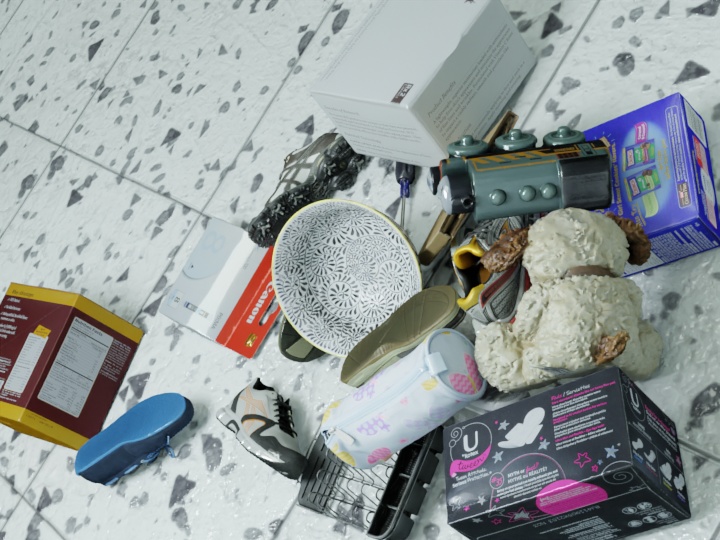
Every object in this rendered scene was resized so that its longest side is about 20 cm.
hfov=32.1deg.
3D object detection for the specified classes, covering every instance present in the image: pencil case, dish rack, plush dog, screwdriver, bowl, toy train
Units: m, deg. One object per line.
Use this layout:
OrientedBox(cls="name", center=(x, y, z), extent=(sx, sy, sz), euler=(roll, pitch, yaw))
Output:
OrientedBox(cls="pencil case", center=(0.044, 0.137, 1.323), extent=(0.200, 0.091, 0.083), euler=(-38, 48, 40))
OrientedBox(cls="dish rack", center=(0.001, 0.224, 1.444), extent=(0.200, 0.055, 0.154), euler=(9, 68, 45))
OrientedBox(cls="plush dog", center=(0.214, 0.020, 1.243), extent=(0.200, 0.160, 0.172), euler=(-4, 73, -9))
OrientedBox(cls="screwdriver", center=(0.058, -0.080, 1.629), extent=(0.028, 0.029, 0.200), euler=(-17, 59, 33))
OrientedBox(cls="bowl", center=(0.000, 0.000, 1.543), extent=(0.200, 0.094, 0.201), euler=(8, 109, 24))
OrientedBox(cls="toy train", center=(0.171, -0.098, 1.312), extent=(0.200, 0.085, 0.114), euler=(-6, 22, -1))

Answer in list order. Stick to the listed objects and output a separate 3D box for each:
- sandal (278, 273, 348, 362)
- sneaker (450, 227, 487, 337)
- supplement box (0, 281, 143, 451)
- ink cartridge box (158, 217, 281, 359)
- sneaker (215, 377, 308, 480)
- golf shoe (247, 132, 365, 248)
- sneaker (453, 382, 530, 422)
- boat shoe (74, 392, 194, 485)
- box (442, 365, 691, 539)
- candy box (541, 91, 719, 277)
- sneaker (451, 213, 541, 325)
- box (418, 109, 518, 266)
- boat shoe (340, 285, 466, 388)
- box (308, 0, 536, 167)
OrientedBox(cls="sandal", center=(-0.053, 0.029, 1.623), extent=(0.057, 0.080, 0.201), euler=(-33, 35, 62))
OrientedBox(cls="sneaker", center=(0.164, 0.024, 1.432), extent=(0.088, 0.076, 0.200), euler=(-25, 53, 10))
OrientedBox(cls="supplement box", center=(-0.464, 0.141, 1.859), extent=(0.197, 0.133, 0.200), euler=(6, 67, 44))
OrientedBox(cls="ink cartridge box", center=(-0.181, 0.022, 1.749), extent=(0.200, 0.047, 0.160), euler=(21, 77, 49))
OrientedBox(cls="sneaker", center=(-0.113, 0.190, 1.544), extent=(0.080, 0.074, 0.200), euler=(-50, 33, -5))
OrientedBox(cls="golf shoe", center=(-0.084, -0.113, 1.740), extent=(0.200, 0.078, 0.094), euler=(-42, 38, -5))
OrientedBox(cls="sneaker", center=(0.122, 0.150, 1.373), extent=(0.075, 0.082, 0.200), euler=(-28, 19, -17))
OrientedBox(cls="boat shoe", center=(-0.299, 0.229, 1.704), extent=(0.200, 0.069, 0.084), euler=(-28, 39, 25))
OrientedBox(cls="box", center=(0.199, 0.196, 1.226), extent=(0.200, 0.132, 0.115), euler=(-24, 46, 28))
OrientedBox(cls="candy box", center=(0.284, -0.080, 1.379), extent=(0.200, 0.077, 0.169), euler=(-20, 53, 30))
OrientedBox(cls="sneaker", center=(0.145, -0.028, 1.360), extent=(0.078, 0.082, 0.200), euler=(-42, 33, 43))
OrientedBox(cls="box", center=(0.123, -0.093, 1.480), extent=(0.164, 0.021, 0.200), euler=(-61, 0, -10))
OrientedBox(cls="boat shoe", center=(0.059, 0.086, 1.455), extent=(0.201, 0.066, 0.072), euler=(-38, 32, 36))
OrientedBox(cls="box", center=(0.080, -0.251, 1.616), extent=(0.200, 0.131, 0.199), euler=(18, 65, 47))
